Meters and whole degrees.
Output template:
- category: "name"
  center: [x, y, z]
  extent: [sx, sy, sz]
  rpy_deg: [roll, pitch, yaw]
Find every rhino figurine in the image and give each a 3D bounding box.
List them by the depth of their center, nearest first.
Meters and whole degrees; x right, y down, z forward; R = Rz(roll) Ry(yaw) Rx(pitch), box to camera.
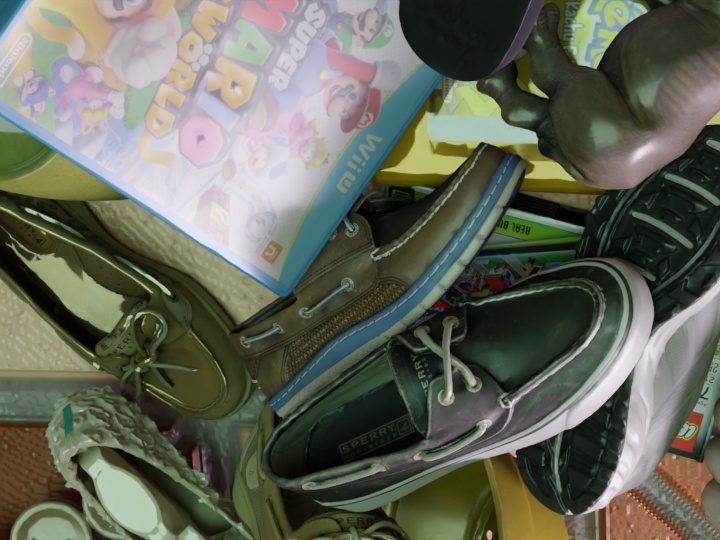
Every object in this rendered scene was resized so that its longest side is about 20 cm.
- category: "rhino figurine"
  center: [0.156, -0.113, 0.665]
  extent: [0.200, 0.060, 0.088]
  rpy_deg: [-36, 76, -2]

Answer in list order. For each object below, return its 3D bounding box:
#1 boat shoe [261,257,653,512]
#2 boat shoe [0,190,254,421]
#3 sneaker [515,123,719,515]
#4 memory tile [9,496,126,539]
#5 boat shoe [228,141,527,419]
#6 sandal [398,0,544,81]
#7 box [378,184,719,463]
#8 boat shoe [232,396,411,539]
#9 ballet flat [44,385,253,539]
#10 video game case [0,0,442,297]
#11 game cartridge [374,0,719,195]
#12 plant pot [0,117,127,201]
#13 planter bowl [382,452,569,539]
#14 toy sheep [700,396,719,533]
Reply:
- category: "boat shoe"
  center: [0.042, 0.055, 0.682]
  extent: [0.200, 0.064, 0.071]
  rpy_deg: [-34, 60, 21]
- category: "boat shoe"
  center: [-0.147, 0.019, 0.824]
  extent: [0.200, 0.063, 0.073]
  rpy_deg: [38, 110, 0]
- category: "sneaker"
  center: [0.141, 0.022, 0.708]
  extent: [0.074, 0.079, 0.201]
  rpy_deg: [35, 112, 35]
- category: "memory tile"
  center: [-0.144, 0.223, 0.885]
  extent: [0.153, 0.017, 0.201]
  rpy_deg: [-32, 96, -1]
- category: "boat shoe"
  center: [0.000, 0.000, 0.730]
  extent: [0.072, 0.072, 0.200]
  rpy_deg: [42, 120, -1]
- category: "sandal"
  center: [0.062, -0.163, 0.580]
  extent: [0.076, 0.043, 0.201]
  rpy_deg: [29, 125, 22]
- category: "box"
  center: [0.099, 0.021, 0.780]
  extent: [0.199, 0.035, 0.111]
  rpy_deg: [15, 109, 9]
- category: "boat shoe"
  center: [-0.018, 0.129, 0.764]
  extent: [0.073, 0.201, 0.064]
  rpy_deg: [5, 109, -19]
- category: "ballet flat"
  center: [-0.103, 0.150, 0.826]
  extent: [0.072, 0.072, 0.200]
  rpy_deg: [-37, 109, 21]
- category: "video game case"
  center: [-0.057, -0.089, 0.634]
  extent: [0.143, 0.200, 0.018]
  rpy_deg: [-55, 44, 0]
- category: "game cartridge"
  center: [0.108, -0.126, 0.719]
  extent: [0.199, 0.032, 0.178]
  rpy_deg: [3, 96, 13]
- category: "plant pot"
  center: [-0.139, -0.108, 0.712]
  extent: [0.186, 0.200, 0.188]
  rpy_deg: [4, 108, 13]
- category: "planter bowl"
  center: [0.054, 0.158, 0.782]
  extent: [0.083, 0.200, 0.201]
  rpy_deg: [6, 112, -27]
- category: "toy sheep"
  center: [0.238, 0.085, 0.719]
  extent: [0.137, 0.138, 0.201]
  rpy_deg: [20, 95, 7]
